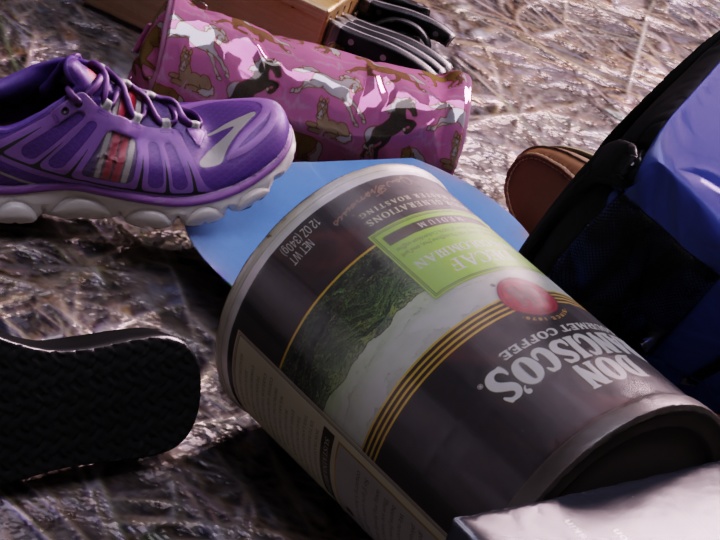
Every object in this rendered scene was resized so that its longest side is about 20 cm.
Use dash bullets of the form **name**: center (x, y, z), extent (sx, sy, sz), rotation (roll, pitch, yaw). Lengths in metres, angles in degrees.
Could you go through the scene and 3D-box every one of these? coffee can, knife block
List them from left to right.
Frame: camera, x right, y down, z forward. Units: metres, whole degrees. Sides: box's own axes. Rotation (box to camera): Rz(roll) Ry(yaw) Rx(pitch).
- **knife block**: center (-0.048, -0.148, 1.616), extent (0.199, 0.064, 0.176), rotation (4, 29, -31)
- **coffee can**: center (0.048, 0.065, 1.211), extent (0.146, 0.147, 0.200), rotation (-7, 38, -43)

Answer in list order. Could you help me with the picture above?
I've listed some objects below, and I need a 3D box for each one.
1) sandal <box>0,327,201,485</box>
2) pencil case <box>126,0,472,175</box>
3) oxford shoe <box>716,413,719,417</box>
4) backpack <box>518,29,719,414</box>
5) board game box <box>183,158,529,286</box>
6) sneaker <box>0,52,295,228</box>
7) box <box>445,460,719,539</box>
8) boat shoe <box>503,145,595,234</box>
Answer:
- **sandal**: center (-0.159, 0.058, 1.175), extent (0.200, 0.076, 0.048), rotation (4, 5, -45)
- **pencil case**: center (-0.034, -0.099, 1.526), extent (0.199, 0.083, 0.087), rotation (15, 71, -12)
- **oxford shoe**: center (0.225, 0.144, 1.226), extent (0.200, 0.071, 0.075), rotation (38, -12, -7)
- **backpack**: center (0.163, 0.008, 1.303), extent (0.168, 0.200, 0.162), rotation (47, 48, 4)
- **board game box**: center (0.000, 0.000, 1.417), extent (0.199, 0.039, 0.158), rotation (-4, 37, -28)
- **sneaker**: center (-0.127, -0.072, 1.367), extent (0.199, 0.084, 0.081), rotation (-3, 34, -19)
- **box**: center (0.146, 0.189, 1.086), extent (0.199, 0.118, 0.197), rotation (-6, 38, -44)
- **boat shoe**: center (0.131, -0.009, 1.488), extent (0.068, 0.072, 0.200), rotation (1, 33, -37)
